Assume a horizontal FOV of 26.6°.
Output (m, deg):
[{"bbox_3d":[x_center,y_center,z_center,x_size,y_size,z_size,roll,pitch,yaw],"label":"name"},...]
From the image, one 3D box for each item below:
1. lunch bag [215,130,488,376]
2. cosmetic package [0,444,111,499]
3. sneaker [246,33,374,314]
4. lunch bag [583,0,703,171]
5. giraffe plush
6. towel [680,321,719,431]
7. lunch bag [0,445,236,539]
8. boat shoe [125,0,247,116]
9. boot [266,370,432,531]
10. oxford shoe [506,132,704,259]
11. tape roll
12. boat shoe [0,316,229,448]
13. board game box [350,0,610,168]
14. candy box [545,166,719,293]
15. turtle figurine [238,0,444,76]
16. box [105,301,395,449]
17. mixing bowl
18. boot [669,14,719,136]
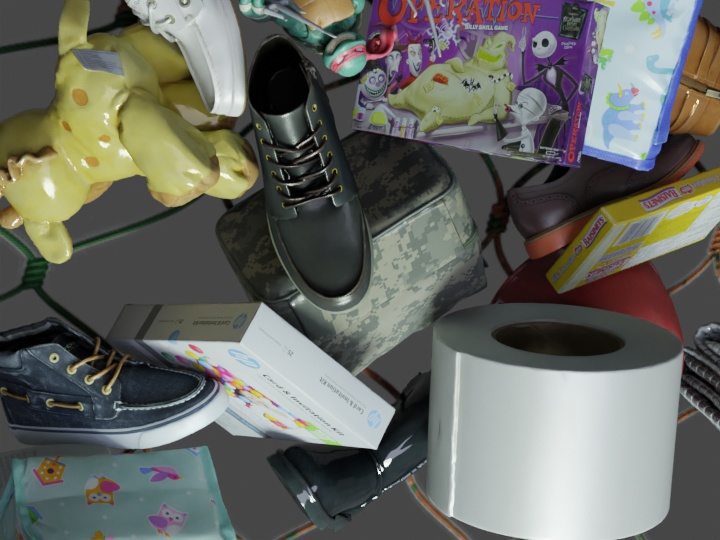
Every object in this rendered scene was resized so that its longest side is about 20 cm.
[{"bbox_3d":[0.000,0.000,1.245,0.200,0.139,0.168,-33,132,-6],"label":"lunch bag"},{"bbox_3d":[-0.299,0.210,1.255,0.199,0.074,0.102,-10,116,-20],"label":"cosmetic package"},{"bbox_3d":[-0.044,-0.067,1.100,0.075,0.106,0.201,-17,84,3],"label":"sneaker"},{"bbox_3d":[0.166,-0.188,1.190,0.127,0.200,0.171,-10,119,-51],"label":"lunch bag"},{"bbox_3d":[-0.200,-0.093,1.127,0.162,0.173,0.200,-36,153,23],"label":"giraffe plush"},{"bbox_3d":[0.392,0.153,1.431,0.086,0.200,0.166,-44,119,2],"label":"towel"},{"bbox_3d":[-0.207,0.242,1.197,0.170,0.122,0.200,1,133,-27],"label":"lunch bag"},{"bbox_3d":[-0.139,-0.202,1.108,0.069,0.071,0.201,-17,85,-24],"label":"boat shoe"},{"bbox_3d":[0.015,0.146,1.308,0.168,0.076,0.200,-39,162,-1],"label":"boot"},{"bbox_3d":[0.218,-0.084,1.337,0.200,0.071,0.073,-29,91,-23],"label":"oxford shoe"},{"bbox_3d":[0.154,0.117,1.227,0.202,0.203,0.140,-3,105,-20],"label":"tape roll"},{"bbox_3d":[-0.205,0.086,1.194,0.200,0.071,0.091,-6,118,23],"label":"boat shoe"},{"bbox_3d":[0.086,-0.151,1.150,0.032,0.200,0.120,11,91,-53],"label":"board game box"},{"bbox_3d":[0.259,-0.041,1.331,0.200,0.026,0.102,-18,157,-37],"label":"candy box"},{"bbox_3d":[-0.035,-0.216,1.129,0.149,0.101,0.200,-26,81,-26],"label":"turtle figurine"},{"bbox_3d":[-0.091,0.083,1.213,0.156,0.200,0.041,41,63,-31],"label":"box"},{"bbox_3d":[0.217,0.080,1.384,0.200,0.108,0.201,-8,115,-17],"label":"mixing bowl"},{"bbox_3d":[0.272,-0.211,1.302,0.154,0.074,0.200,11,120,-23],"label":"boot"}]
